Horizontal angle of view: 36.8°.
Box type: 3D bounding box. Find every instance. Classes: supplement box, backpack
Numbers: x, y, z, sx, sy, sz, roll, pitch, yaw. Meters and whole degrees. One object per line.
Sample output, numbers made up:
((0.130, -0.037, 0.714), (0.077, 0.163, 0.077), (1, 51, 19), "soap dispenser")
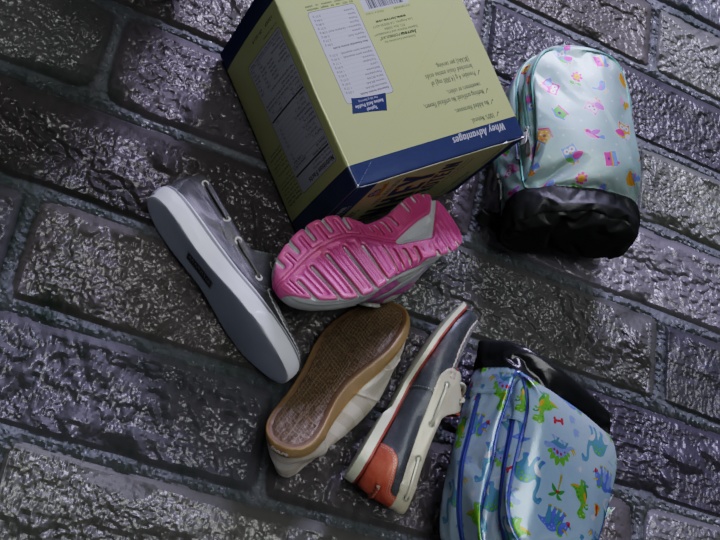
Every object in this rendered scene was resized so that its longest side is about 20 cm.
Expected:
((0.009, -0.165, 1.014), (0.198, 0.134, 0.202), (-19, 81, -30), "supplement box")
((0.149, 0.189, 0.967), (0.163, 0.153, 0.202), (39, 73, -28), "backpack")
((0.210, -0.123, 1.105), (0.164, 0.127, 0.203), (8, 66, -20), "backpack")

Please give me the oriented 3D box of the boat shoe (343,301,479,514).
((0.059, 0.120, 0.973), (0.062, 0.071, 0.201), (32, 66, 3), "boat shoe")

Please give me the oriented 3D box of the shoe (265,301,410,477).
((-0.020, 0.101, 0.960), (0.069, 0.054, 0.200), (22, 48, 25), "shoe")

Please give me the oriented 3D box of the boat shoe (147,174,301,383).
((-0.105, 0.002, 0.944), (0.066, 0.070, 0.201), (-34, 82, -29), "boat shoe")

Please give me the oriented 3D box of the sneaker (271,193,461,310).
((0.000, 0.000, 0.973), (0.198, 0.088, 0.082), (-16, 66, -38), "sneaker")
